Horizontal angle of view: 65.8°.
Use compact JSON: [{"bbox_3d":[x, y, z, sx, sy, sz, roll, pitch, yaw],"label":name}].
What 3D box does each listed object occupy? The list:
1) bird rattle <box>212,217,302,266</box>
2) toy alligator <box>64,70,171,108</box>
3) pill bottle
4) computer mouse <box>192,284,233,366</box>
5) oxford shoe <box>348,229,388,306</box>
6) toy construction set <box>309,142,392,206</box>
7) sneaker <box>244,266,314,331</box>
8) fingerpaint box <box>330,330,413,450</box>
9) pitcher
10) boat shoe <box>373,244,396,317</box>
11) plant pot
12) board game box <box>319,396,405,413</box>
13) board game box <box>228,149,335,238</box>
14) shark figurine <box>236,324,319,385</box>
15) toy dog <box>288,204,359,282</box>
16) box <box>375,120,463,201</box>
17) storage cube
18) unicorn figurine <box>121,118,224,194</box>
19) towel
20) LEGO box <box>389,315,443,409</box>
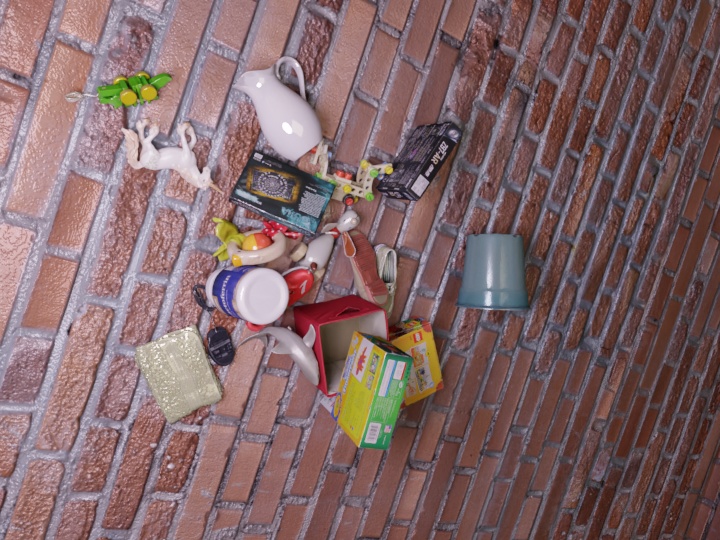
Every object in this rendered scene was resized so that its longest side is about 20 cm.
[{"bbox_3d":[-0.221,-0.056,1.219,0.199,0.163,0.113,-4,120,-16],"label":"bird rattle"},{"bbox_3d":[-0.469,-0.343,1.095,0.200,0.059,0.054,-22,149,-21],"label":"toy alligator"},{"bbox_3d":[-0.248,0.046,1.185,0.115,0.200,0.116,-3,95,-37],"label":"pill bottle"},{"bbox_3d":[-0.338,0.125,1.263,0.059,0.034,0.201,-23,103,-36],"label":"computer mouse"},{"bbox_3d":[0.000,0.000,1.381,0.071,0.074,0.201,-15,85,-36],"label":"oxford shoe"},{"bbox_3d":[-0.035,-0.226,1.306,0.200,0.092,0.131,20,115,-20],"label":"toy construction set"},{"bbox_3d":[-0.180,0.073,1.267,0.200,0.085,0.077,-39,119,10],"label":"sneaker"},{"bbox_3d":[0.021,0.250,1.182,0.073,0.167,0.201,15,93,-25],"label":"fingerpaint box"},{"bbox_3d":[-0.155,-0.357,1.217,0.172,0.121,0.200,-42,104,-28],"label":"pitcher"},{"bbox_3d":[0.058,0.034,1.419,0.072,0.062,0.201,-9,104,-24],"label":"boat shoe"},{"bbox_3d":[0.359,0.002,1.498,0.200,0.200,0.197,1,92,-26],"label":"plant pot"},{"bbox_3d":[0.001,0.321,1.368,0.148,0.200,0.064,-48,116,-10],"label":"board game box"},{"bbox_3d":[-0.170,-0.169,1.222,0.200,0.028,0.136,24,66,-5],"label":"board game box"},{"bbox_3d":[-0.182,0.165,1.243,0.089,0.214,0.128,-23,130,-50],"label":"shark figurine"},{"bbox_3d":[-0.078,-0.061,1.307,0.132,0.096,0.200,25,94,-25],"label":"toy dog"},{"bbox_3d":[0.140,-0.264,1.346,0.043,0.160,0.200,37,82,-26],"label":"box"},{"bbox_3d":[-0.046,0.169,1.329,0.171,0.180,0.201,-12,104,-24],"label":"storage cube"},{"bbox_3d":[-0.382,-0.238,1.153,0.199,0.074,0.138,2,109,-12],"label":"unicorn figurine"},{"bbox_3d":[-0.404,0.233,1.245,0.148,0.036,0.201,-23,109,-20],"label":"towel"},{"bbox_3d":[0.126,0.245,1.484,0.149,0.077,0.201,-20,108,-22],"label":"LEGO box"}]
